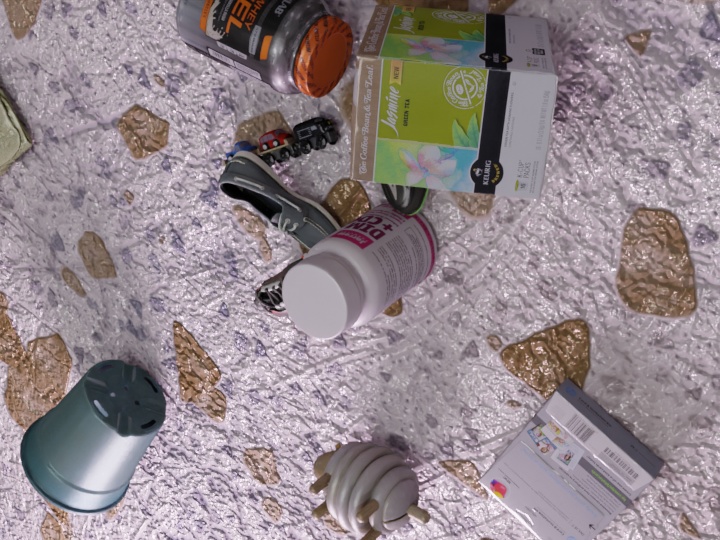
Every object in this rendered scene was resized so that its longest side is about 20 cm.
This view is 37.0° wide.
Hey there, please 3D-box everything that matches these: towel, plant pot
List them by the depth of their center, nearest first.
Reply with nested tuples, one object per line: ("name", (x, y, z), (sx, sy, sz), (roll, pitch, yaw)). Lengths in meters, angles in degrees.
("towel", (-0.622, -0.225, 1.765), (0.199, 0.036, 0.149), (-29, 92, 41))
("plant pot", (-0.426, 0.263, 1.765), (0.200, 0.200, 0.196), (47, 123, 8))

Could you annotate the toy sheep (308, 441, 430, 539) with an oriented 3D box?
("toy sheep", (0.013, 0.307, 1.493), (0.199, 0.137, 0.139), (25, 125, 34))

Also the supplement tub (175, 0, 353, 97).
("supplement tub", (-0.115, -0.292, 1.306), (0.199, 0.122, 0.123), (28, 125, 22))

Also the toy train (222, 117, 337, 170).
("toy train", (-0.112, -0.164, 1.424), (0.199, 0.034, 0.046), (-13, 100, 39))

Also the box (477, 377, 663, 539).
("box", (0.259, 0.254, 1.350), (0.156, 0.041, 0.201), (41, 128, 13))

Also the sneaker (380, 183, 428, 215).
("sneaker", (0.032, -0.160, 1.287), (0.076, 0.084, 0.202), (2, 112, 36))

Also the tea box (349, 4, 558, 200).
("tea box", (0.095, -0.180, 1.116), (0.194, 0.200, 0.135), (5, 118, 3))

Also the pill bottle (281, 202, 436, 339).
("pill bottle", (0.000, 0.000, 1.310), (0.112, 0.200, 0.114), (15, 120, 29))

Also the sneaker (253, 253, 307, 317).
("sneaker", (-0.097, 0.035, 1.421), (0.078, 0.081, 0.200), (65, 164, 3))

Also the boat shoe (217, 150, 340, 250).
("boat shoe", (-0.104, -0.072, 1.424), (0.200, 0.062, 0.073), (41, 137, -5))
